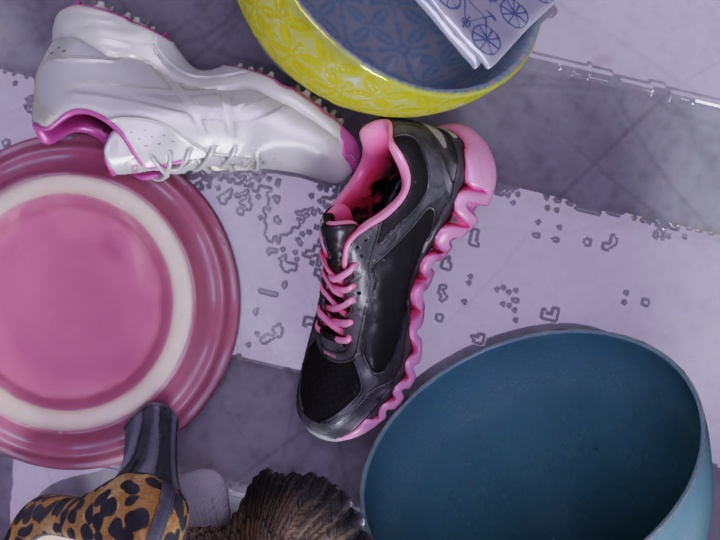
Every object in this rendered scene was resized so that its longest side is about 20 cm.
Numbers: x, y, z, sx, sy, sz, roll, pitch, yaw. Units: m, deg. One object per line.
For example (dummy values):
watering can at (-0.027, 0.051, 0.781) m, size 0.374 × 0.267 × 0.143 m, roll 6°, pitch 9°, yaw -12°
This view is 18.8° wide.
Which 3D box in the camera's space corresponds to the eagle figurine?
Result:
eagle figurine at (-0.052, 0.188, 1.218) m, size 0.150 × 0.200 × 0.153 m, roll -9°, pitch 91°, yaw 0°

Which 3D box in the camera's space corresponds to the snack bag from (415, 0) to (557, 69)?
snack bag at (0.061, -0.229, 1.246) m, size 0.189 × 0.021 × 0.200 m, roll 50°, pitch 48°, yaw -3°

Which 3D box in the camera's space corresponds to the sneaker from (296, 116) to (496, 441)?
sneaker at (0.000, 0.000, 1.257) m, size 0.079 × 0.095 × 0.201 m, roll 25°, pitch 94°, yaw 41°

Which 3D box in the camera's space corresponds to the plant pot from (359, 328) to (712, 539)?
plant pot at (0.115, 0.151, 1.242) m, size 0.199 × 0.201 × 0.135 m, roll -25°, pitch 127°, yaw 0°

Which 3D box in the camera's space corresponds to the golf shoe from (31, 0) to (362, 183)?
golf shoe at (-0.099, -0.082, 1.271) m, size 0.199 × 0.075 × 0.092 m, roll 22°, pitch 71°, yaw 5°

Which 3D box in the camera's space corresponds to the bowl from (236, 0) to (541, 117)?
bowl at (-0.004, -0.165, 1.251) m, size 0.199 × 0.108 × 0.202 m, roll 17°, pitch 57°, yaw -28°

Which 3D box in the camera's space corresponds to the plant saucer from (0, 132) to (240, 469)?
plant saucer at (-0.171, 0.019, 1.290) m, size 0.199 × 0.051 × 0.202 m, roll 0°, pitch 90°, yaw 0°

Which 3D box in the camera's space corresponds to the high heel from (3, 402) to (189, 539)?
high heel at (-0.164, 0.180, 1.231) m, size 0.071 × 0.143 × 0.201 m, roll 30°, pitch 109°, yaw -16°
